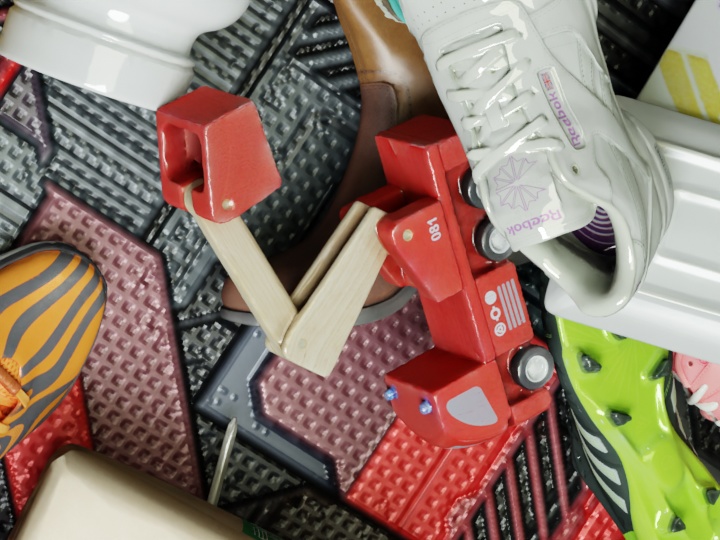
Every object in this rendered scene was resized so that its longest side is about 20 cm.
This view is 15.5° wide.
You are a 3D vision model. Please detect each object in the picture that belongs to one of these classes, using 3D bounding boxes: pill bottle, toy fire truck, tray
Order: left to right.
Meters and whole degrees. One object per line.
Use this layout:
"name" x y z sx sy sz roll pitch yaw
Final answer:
"pill bottle" -0.085 -0.175 1.142 0.112 0.112 0.201 17 96 -22
"toy fire truck" 0.000 0.000 1.166 0.141 0.049 0.201 -26 113 -25
"tray" 0.193 -0.005 1.208 0.199 0.022 0.108 16 82 4

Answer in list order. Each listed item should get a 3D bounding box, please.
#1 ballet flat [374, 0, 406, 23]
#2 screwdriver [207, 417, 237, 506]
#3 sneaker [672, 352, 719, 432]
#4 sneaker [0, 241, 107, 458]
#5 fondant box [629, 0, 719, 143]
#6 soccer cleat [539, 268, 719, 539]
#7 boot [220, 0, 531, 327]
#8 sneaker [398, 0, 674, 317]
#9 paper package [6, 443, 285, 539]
"ballet flat" 0.010 -0.188 1.126 0.075 0.064 0.200 -10 139 1
"screwdriver" -0.089 0.165 1.257 0.029 0.028 0.201 5 101 -35
"sneaker" 0.187 0.051 1.318 0.086 0.074 0.201 -9 97 -8
"sneaker" -0.176 0.078 1.163 0.078 0.112 0.200 42 86 -22
"fondant box" 0.213 -0.080 1.257 0.144 0.058 0.200 31 84 6
"soccer cleat" 0.122 0.066 1.280 0.067 0.081 0.201 -31 110 -23
"boot" 0.003 -0.084 1.217 0.188 0.068 0.201 -17 106 -15
"sneaker" 0.074 -0.070 1.123 0.075 0.100 0.200 -23 114 27
"paper package" -0.092 0.201 1.200 0.199 0.103 0.191 28 91 -6
